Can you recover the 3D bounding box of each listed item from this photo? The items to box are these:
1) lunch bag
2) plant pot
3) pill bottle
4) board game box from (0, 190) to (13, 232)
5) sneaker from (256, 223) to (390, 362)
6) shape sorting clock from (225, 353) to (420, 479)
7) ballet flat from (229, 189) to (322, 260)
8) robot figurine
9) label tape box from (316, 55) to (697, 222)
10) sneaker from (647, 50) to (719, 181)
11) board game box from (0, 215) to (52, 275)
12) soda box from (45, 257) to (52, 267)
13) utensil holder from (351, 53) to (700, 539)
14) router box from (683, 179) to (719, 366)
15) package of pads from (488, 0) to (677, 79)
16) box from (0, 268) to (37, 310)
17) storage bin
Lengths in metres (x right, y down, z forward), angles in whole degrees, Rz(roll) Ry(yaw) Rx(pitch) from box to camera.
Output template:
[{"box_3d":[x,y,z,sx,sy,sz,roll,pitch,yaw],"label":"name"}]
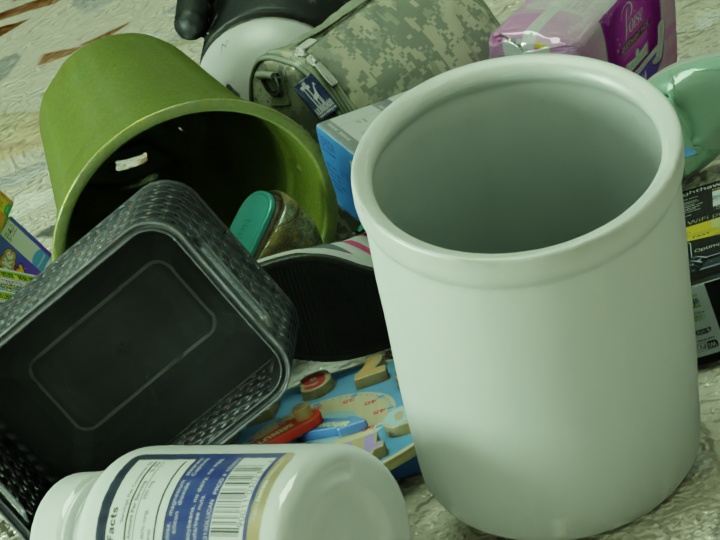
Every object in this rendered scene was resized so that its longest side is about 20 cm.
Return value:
[{"box_3d":[0.018,-0.117,1.937,0.139,0.168,0.200,-1,28,44],"label":"lunch bag"},{"box_3d":[-0.141,-0.070,1.860,0.199,0.201,0.190,-25,37,-9],"label":"plant pot"},{"box_3d":[-0.080,0.148,1.436,0.199,0.112,0.111,-4,26,41],"label":"pill bottle"},{"box_3d":[-0.305,0.032,1.852,0.095,0.030,0.201,-26,35,36],"label":"board game box"},{"box_3d":[0.000,0.000,1.741,0.199,0.084,0.121,-6,15,-12],"label":"sneaker"},{"box_3d":[-0.029,0.098,1.619,0.199,0.039,0.200,-19,20,7],"label":"shape sorting clock"},{"box_3d":[-0.088,0.043,1.765,0.201,0.071,0.071,-58,29,-10],"label":"ballet flat"},{"box_3d":[-0.059,-0.174,2.065,0.149,0.125,0.201,-3,41,9],"label":"robot figurine"},{"box_3d":[0.089,-0.083,1.691,0.199,0.064,0.144,-21,21,-11],"label":"label tape box"},{"box_3d":[0.192,-0.072,1.774,0.200,0.074,0.118,-33,14,-3],"label":"sneaker"},{"box_3d":[-0.323,0.046,1.936,0.199,0.045,0.135,-17,38,44],"label":"board game box"},{"box_3d":[-0.155,-0.004,1.968,0.199,0.069,0.063,-29,21,-20],"label":"soda box"},{"box_3d":[0.094,0.017,1.408,0.169,0.201,0.170,-8,38,6],"label":"utensil holder"},{"box_3d":[0.245,-0.012,1.601,0.199,0.052,0.157,-17,20,13],"label":"router box"},{"box_3d":[0.163,-0.155,1.944,0.075,0.121,0.200,9,33,25],"label":"package of pads"},{"box_3d":[-0.280,0.077,1.716,0.110,0.035,0.200,12,-52,-50],"label":"box"},{"box_3d":[-0.148,0.059,1.619,0.200,0.135,0.094,-39,12,12],"label":"storage bin"}]
